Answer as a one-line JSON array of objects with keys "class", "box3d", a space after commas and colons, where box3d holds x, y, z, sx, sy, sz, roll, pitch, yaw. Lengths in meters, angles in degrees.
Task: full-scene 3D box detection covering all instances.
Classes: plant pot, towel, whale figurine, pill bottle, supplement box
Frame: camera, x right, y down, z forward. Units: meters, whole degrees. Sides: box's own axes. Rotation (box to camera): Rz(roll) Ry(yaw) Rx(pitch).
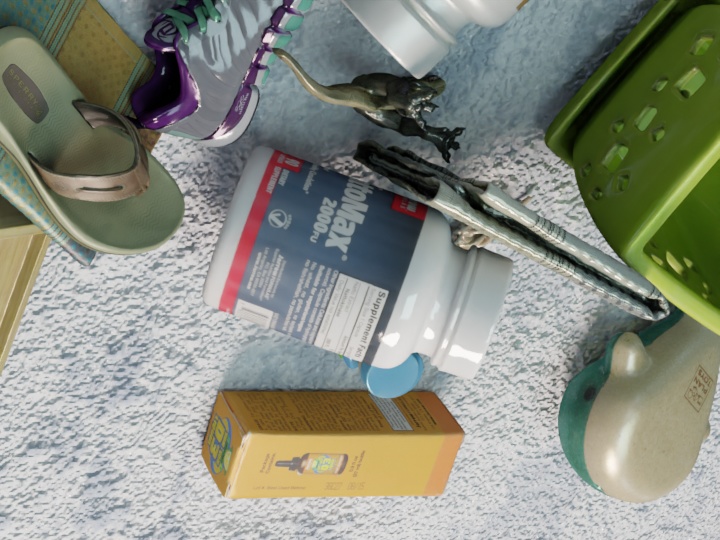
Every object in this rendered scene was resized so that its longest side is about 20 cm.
[{"class": "plant pot", "box3d": [0.267, -0.090, 1.562, 0.200, 0.182, 0.199, -48, 131, 12]}, {"class": "towel", "box3d": [-0.204, -0.116, 1.351, 0.200, 0.022, 0.147, 48, 62, -44]}, {"class": "whale figurine", "box3d": [0.240, 0.094, 1.758, 0.159, 0.103, 0.201, 43, 73, -41]}, {"class": "pill bottle", "box3d": [0.081, -0.229, 1.403, 0.200, 0.114, 0.114, -44, 132, 7]}, {"class": "towel", "box3d": [0.104, -0.036, 1.481, 0.199, 0.193, 0.035, 27, 94, -21]}, {"class": "supplement box", "box3d": [-0.021, 0.136, 1.652, 0.199, 0.069, 0.067, 2, 122, -31]}, {"class": "pill bottle", "box3d": [0.000, 0.000, 1.470, 0.199, 0.120, 0.120, 20, 117, -1]}]

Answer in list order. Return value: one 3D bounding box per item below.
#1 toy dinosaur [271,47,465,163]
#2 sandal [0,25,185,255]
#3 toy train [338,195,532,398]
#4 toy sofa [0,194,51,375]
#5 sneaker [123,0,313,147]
[{"class": "toy dinosaur", "box3d": [0.021, -0.115, 1.433, 0.200, 0.088, 0.048, 5, 110, -62]}, {"class": "sandal", "box3d": [-0.175, -0.074, 1.331, 0.201, 0.057, 0.080, 47, 62, -44]}, {"class": "toy train", "box3d": [0.065, 0.014, 1.574, 0.199, 0.116, 0.085, -26, 132, -9]}, {"class": "toy sofa", "box3d": [-0.279, 0.022, 1.429, 0.083, 0.097, 0.201, -10, 131, -51]}, {"class": "sneaker", "box3d": [-0.090, -0.171, 1.368, 0.087, 0.074, 0.201, 0, 120, -43]}]
